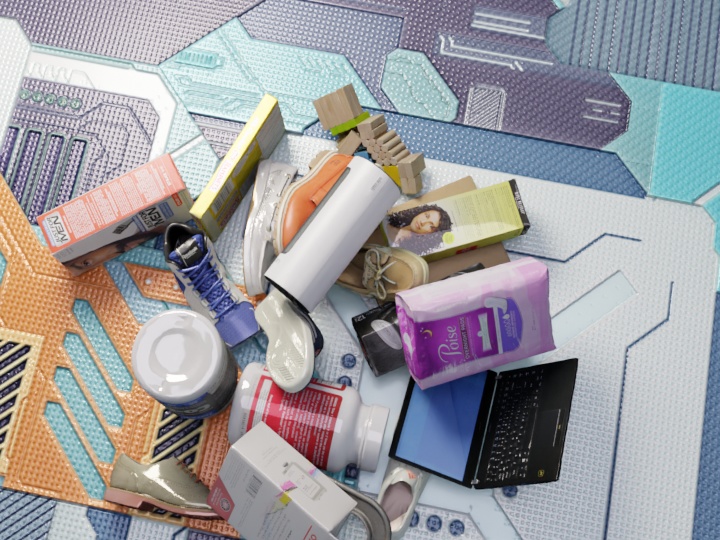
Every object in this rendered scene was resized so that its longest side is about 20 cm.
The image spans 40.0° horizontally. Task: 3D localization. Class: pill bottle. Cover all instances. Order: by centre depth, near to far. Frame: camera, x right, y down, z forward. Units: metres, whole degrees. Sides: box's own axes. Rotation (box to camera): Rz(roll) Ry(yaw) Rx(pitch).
[{"bbox_3d":[-0.217,0.128,1.263,0.111,0.200,0.116,0,73,1],"label":"pill bottle"},{"bbox_3d":[-0.065,0.197,1.288,0.196,0.112,0.114,14,75,5],"label":"pill bottle"}]

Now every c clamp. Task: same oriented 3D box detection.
[{"bbox_3d":[-0.039,0.345,1.258,0.198,0.027,0.173,29,115,19],"label":"c clamp"}]

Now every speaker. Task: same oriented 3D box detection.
[{"bbox_3d":[-0.036,-0.045,1.273,0.081,0.081,0.201,36,82,10],"label":"speaker"}]

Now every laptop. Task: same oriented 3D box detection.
[{"bbox_3d":[0.159,0.176,1.265,0.103,0.198,0.179,43,49,-31],"label":"laptop"}]

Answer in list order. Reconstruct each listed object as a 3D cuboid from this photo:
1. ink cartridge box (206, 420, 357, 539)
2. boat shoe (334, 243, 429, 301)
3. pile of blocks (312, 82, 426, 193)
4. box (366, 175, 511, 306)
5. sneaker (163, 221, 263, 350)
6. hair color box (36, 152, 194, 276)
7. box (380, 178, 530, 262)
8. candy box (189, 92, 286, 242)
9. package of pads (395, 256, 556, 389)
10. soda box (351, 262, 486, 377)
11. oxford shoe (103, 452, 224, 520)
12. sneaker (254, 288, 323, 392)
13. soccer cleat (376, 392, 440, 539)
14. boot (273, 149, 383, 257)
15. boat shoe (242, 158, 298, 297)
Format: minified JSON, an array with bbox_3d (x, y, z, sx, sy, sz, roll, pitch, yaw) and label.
[{"bbox_3d":[-0.084,0.298,1.210,0.199,0.117,0.067,39,37,14],"label":"ink cartridge box"},{"bbox_3d":[0.000,0.000,1.323,0.197,0.062,0.075,7,93,36],"label":"boat shoe"},{"bbox_3d":[0.018,-0.187,1.428,0.200,0.082,0.062,48,37,3],"label":"pile of blocks"},{"bbox_3d":[0.099,-0.024,1.392,0.197,0.021,0.166,-22,76,-6],"label":"box"},{"bbox_3d":[-0.216,0.013,1.339,0.080,0.115,0.201,-34,77,-7],"label":"sneaker"},{"bbox_3d":[-0.331,-0.075,1.367,0.197,0.111,0.065,-26,75,-6],"label":"hair color box"},{"bbox_3d":[0.130,-0.062,1.365,0.197,0.050,0.076,-17,76,-5],"label":"box"},{"bbox_3d":[-0.169,-0.143,1.388,0.026,0.102,0.202,29,76,8],"label":"candy box"},{"bbox_3d":[0.150,0.064,1.266,0.197,0.076,0.123,-14,111,-9],"label":"package of pads"},{"bbox_3d":[0.092,0.065,1.327,0.197,0.063,0.072,-23,116,-6],"label":"soda box"},{"bbox_3d":[-0.235,0.282,1.289,0.196,0.071,0.075,9,72,3],"label":"oxford shoe"},{"bbox_3d":[-0.078,0.101,1.287,0.075,0.201,0.084,-41,121,12],"label":"sneaker"},{"bbox_3d":[0.064,0.256,1.287,0.068,0.078,0.203,17,75,5],"label":"soccer cleat"},{"bbox_3d":[-0.043,-0.088,1.344,0.106,0.076,0.201,14,51,25],"label":"boot"},{"bbox_3d":[-0.122,-0.060,1.380,0.068,0.071,0.204,6,73,2],"label":"boat shoe"}]
